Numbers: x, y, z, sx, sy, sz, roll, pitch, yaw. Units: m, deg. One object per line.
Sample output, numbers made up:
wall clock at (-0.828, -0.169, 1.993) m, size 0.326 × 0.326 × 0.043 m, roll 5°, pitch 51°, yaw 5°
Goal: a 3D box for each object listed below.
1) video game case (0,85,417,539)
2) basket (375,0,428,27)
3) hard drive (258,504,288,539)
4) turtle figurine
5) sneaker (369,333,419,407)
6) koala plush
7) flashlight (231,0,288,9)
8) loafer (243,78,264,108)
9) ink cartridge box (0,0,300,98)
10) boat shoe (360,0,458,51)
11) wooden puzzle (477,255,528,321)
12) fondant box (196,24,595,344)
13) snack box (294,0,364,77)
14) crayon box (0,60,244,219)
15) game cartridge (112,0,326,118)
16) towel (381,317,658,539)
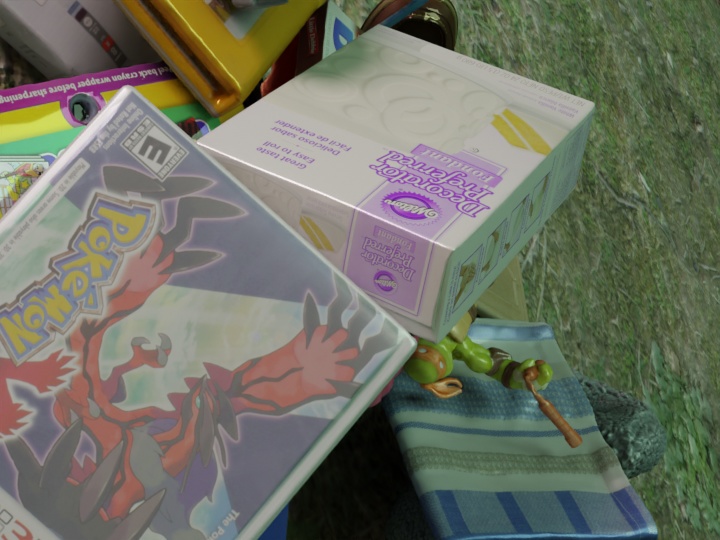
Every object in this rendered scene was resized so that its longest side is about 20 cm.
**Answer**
video game case at (-0.104, 0.049, 0.604) m, size 0.182 × 0.200 × 0.023 m, roll 41°, pitch -10°, yaw -2°
basket at (-0.055, -0.231, 0.923) m, size 0.201 × 0.176 × 0.139 m, roll 61°, pitch 26°, yaw 7°
hard drive at (-0.068, 0.178, 0.675) m, size 0.132 × 0.025 × 0.201 m, roll 64°, pitch 26°, yaw -62°
turtle figurine at (0.060, 0.023, 0.841) m, size 0.199 × 0.064 × 0.162 m, roll 31°, pitch 43°, yaw -9°
sneaker at (0.000, 0.000, 0.728) m, size 0.095 × 0.079 × 0.200 m, roll 29°, pitch 35°, yaw 7°
koala plush at (0.079, 0.160, 0.911) m, size 0.183 × 0.178 × 0.200 m, roll 31°, pitch 35°, yaw 11°
flashlight at (-0.011, -0.193, 0.758) m, size 0.200 × 0.068 × 0.068 m, roll -28°, pitch 89°, yaw -54°
loafer at (-0.099, -0.110, 0.879) m, size 0.200 × 0.071 × 0.063 m, roll 53°, pitch 36°, yaw -33°
ink cartridge box at (-0.116, -0.160, 0.801) m, size 0.200 × 0.050 × 0.163 m, roll 41°, pitch 67°, yaw -22°
boat shoe at (0.022, -0.123, 0.985) m, size 0.071 × 0.200 × 0.068 m, roll 12°, pitch 56°, yaw -13°
wooden puzzle at (0.082, -0.039, 1.173) m, size 0.185 × 0.046 × 0.201 m, roll 30°, pitch 42°, yaw -50°
fondant box at (0.023, -0.056, 0.710) m, size 0.200 × 0.144 × 0.059 m, roll -44°, pitch 151°, yaw -50°
snack box at (-0.018, -0.066, 0.843) m, size 0.072 × 0.024 × 0.201 m, roll 34°, pitch 53°, yaw -50°
crayon box at (-0.132, -0.011, 0.693) m, size 0.199 × 0.058 × 0.174 m, roll -18°, pitch 87°, yaw -39°
game cartridge at (-0.089, -0.204, 0.748) m, size 0.177 × 0.032 × 0.200 m, roll 49°, pitch 40°, yaw -17°
towel at (0.087, 0.096, 0.831) m, size 0.146 × 0.024 × 0.201 m, roll 5°, pitch 36°, yaw -20°
